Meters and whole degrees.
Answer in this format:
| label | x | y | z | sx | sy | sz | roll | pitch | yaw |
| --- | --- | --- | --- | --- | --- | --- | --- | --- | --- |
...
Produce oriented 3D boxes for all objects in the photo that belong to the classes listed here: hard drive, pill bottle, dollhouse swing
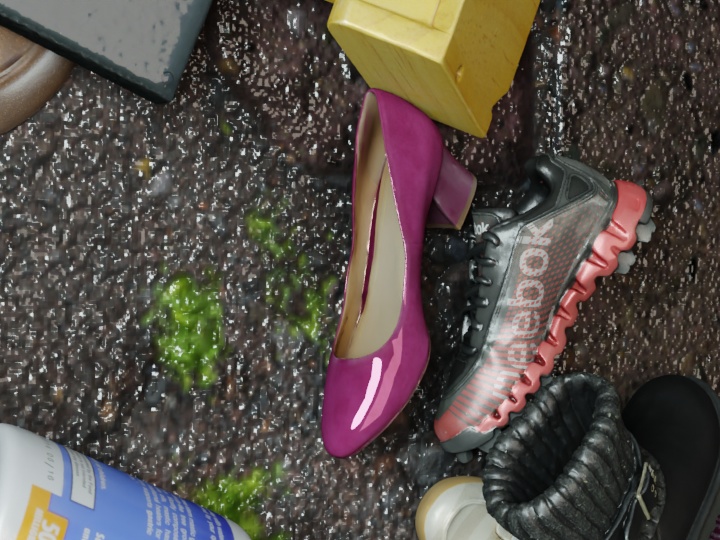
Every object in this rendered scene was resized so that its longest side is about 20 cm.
| label | x | y | z | sx | sy | sz | roll | pitch | yaw |
| --- | --- | --- | --- | --- | --- | --- | --- | --- | --- |
| hard drive | -0.119 | -0.204 | 0.708 | 0.138 | 0.033 | 0.203 | 25 | 81 | -26 |
| pill bottle | -0.120 | 0.165 | 0.727 | 0.199 | 0.112 | 0.113 | 29 | 79 | -28 |
| dollhouse swing | 0.012 | -0.214 | 0.825 | 0.182 | 0.174 | 0.203 | 41 | 67 | -70 |

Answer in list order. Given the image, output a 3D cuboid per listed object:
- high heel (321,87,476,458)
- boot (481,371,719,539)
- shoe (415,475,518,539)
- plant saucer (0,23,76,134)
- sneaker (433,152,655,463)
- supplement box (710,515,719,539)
| label | x | y | z | sx | sy | sz | roll | pitch | yaw |
| --- | --- | --- | --- | --- | --- | --- | --- | --- | --- |
| high heel | 0.000 | 0.000 | 0.812 | 0.096 | 0.067 | 0.202 | 39 | 59 | -37 |
| boot | 0.156 | 0.108 | 0.866 | 0.158 | 0.079 | 0.213 | 53 | 42 | -29 |
| shoe | 0.118 | 0.190 | 0.903 | 0.199 | 0.053 | 0.071 | 35 | 76 | -28 |
| plant saucer | -0.215 | -0.159 | 0.695 | 0.198 | 0.032 | 0.204 | -3 | 95 | -30 |
| sneaker | 0.091 | 0.015 | 0.869 | 0.097 | 0.071 | 0.202 | 33 | 86 | -11 |
| supplement box | 0.297 | 0.199 | 0.983 | 0.131 | 0.103 | 0.201 | 44 | 73 | -27 |
